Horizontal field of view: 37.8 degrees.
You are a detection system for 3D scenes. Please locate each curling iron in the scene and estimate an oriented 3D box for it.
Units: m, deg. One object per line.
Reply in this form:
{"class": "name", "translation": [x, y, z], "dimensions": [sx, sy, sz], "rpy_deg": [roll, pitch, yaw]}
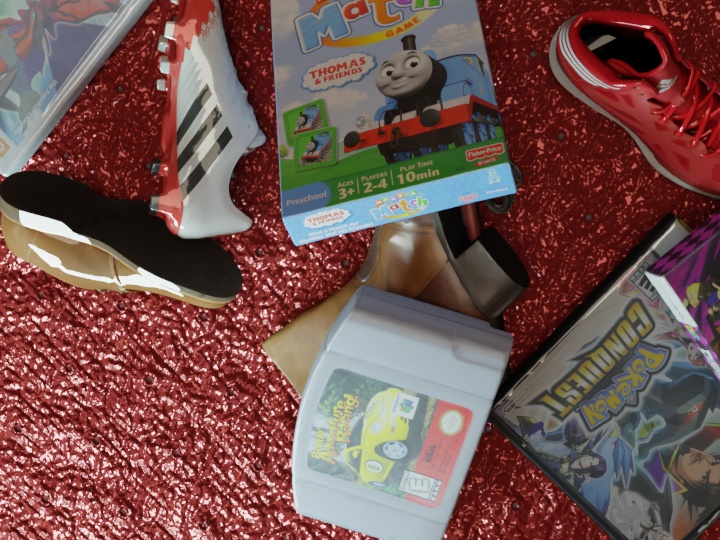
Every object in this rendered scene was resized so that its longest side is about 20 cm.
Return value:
{"class": "curling iron", "translation": [0.101, 0.008, 0.779], "dimensions": [0.049, 0.026, 0.204], "rpy_deg": [-3, 97, 12]}

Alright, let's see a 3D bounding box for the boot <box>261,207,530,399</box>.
{"class": "boot", "translation": [0.000, 0.000, 0.785], "dimensions": [0.200, 0.068, 0.189], "rpy_deg": [-41, 90, 27]}

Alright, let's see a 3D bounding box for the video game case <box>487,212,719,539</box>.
{"class": "video game case", "translation": [0.220, 0.093, 0.764], "dimensions": [0.180, 0.026, 0.200], "rpy_deg": [42, 101, -4]}

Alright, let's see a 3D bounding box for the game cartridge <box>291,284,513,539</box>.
{"class": "game cartridge", "translation": [0.020, 0.113, 0.764], "dimensions": [0.131, 0.041, 0.203], "rpy_deg": [18, 120, 5]}

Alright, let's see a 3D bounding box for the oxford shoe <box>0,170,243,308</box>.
{"class": "oxford shoe", "translation": [-0.184, -0.011, 0.812], "dimensions": [0.197, 0.072, 0.072], "rpy_deg": [22, 128, 5]}

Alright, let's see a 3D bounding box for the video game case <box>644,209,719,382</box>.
{"class": "video game case", "translation": [0.320, 0.011, 0.709], "dimensions": [0.199, 0.036, 0.182], "rpy_deg": [-37, 100, -1]}

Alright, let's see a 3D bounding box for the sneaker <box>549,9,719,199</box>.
{"class": "sneaker", "translation": [0.213, -0.105, 0.703], "dimensions": [0.198, 0.116, 0.079], "rpy_deg": [30, 100, 4]}

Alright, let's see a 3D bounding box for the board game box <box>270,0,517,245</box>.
{"class": "board game box", "translation": [0.016, -0.125, 0.715], "dimensions": [0.149, 0.037, 0.203], "rpy_deg": [-13, 56, 10]}

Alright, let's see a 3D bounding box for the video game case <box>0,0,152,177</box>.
{"class": "video game case", "translation": [-0.278, -0.209, 0.814], "dimensions": [0.182, 0.023, 0.200], "rpy_deg": [43, 101, 2]}

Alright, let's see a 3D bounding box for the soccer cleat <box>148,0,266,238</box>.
{"class": "soccer cleat", "translation": [-0.110, -0.124, 0.781], "dimensions": [0.084, 0.069, 0.204], "rpy_deg": [5, 90, -16]}
